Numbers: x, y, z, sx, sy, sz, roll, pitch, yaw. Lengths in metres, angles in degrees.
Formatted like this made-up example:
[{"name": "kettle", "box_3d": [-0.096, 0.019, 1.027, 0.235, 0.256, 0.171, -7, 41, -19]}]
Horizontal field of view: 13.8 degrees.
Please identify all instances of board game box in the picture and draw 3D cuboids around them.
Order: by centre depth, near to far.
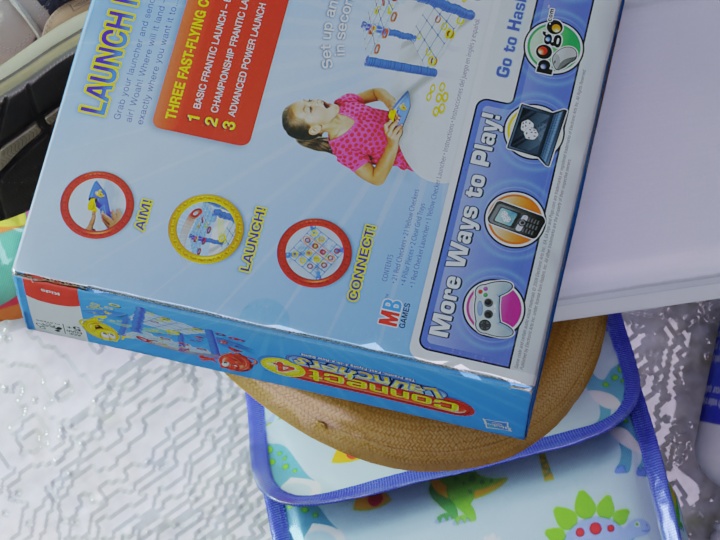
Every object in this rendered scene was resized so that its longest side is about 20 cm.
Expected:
[{"name": "board game box", "box_3d": [-0.010, -0.055, 1.126, 0.195, 0.056, 0.201, 13, 67, 5]}]

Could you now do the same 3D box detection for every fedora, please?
[{"name": "fedora", "box_3d": [0.000, 0.000, 1.203, 0.200, 0.082, 0.201, 9, 61, -17]}]

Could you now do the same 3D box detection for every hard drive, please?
[{"name": "hard drive", "box_3d": [0.146, -0.053, 1.147, 0.199, 0.027, 0.132, -8, 60, 20]}]

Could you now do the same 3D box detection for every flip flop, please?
[{"name": "flip flop", "box_3d": [-0.100, -0.086, 1.226, 0.200, 0.081, 0.058, -29, 43, -4]}]

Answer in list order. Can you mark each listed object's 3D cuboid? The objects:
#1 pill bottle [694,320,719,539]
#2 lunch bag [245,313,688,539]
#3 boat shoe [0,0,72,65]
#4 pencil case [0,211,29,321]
[{"name": "pill bottle", "box_3d": [0.203, 0.044, 1.259, 0.112, 0.112, 0.201, 13, 88, 1]}, {"name": "lunch bag", "box_3d": [0.048, 0.101, 1.259, 0.169, 0.127, 0.201, -13, 73, 2]}, {"name": "boat shoe", "box_3d": [-0.156, -0.118, 1.230, 0.071, 0.200, 0.063, 23, 64, 21]}, {"name": "pencil case", "box_3d": [-0.103, -0.035, 1.278, 0.199, 0.088, 0.089, -18, 87, -3]}]
